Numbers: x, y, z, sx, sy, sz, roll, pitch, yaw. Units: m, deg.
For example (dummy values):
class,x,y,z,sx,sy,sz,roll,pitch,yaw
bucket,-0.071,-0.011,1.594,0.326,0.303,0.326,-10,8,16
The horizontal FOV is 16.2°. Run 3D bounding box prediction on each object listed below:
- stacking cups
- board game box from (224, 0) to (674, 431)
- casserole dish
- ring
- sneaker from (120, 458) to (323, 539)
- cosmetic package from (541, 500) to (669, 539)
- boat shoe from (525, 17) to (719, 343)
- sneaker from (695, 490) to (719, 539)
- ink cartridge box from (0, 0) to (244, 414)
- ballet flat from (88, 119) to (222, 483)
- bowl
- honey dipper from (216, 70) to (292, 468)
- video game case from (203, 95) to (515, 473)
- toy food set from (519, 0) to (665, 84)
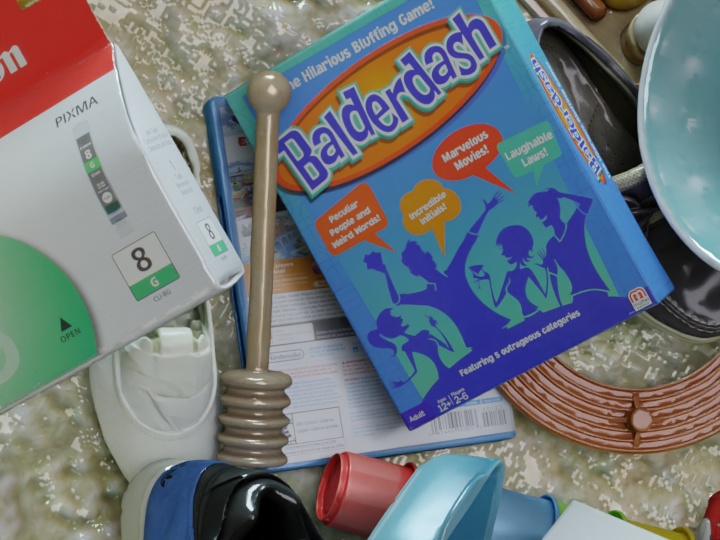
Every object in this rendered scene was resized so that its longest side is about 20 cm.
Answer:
class,x,y,z,sx,sy,sz,roll,pitch,yaw
stacking cups,0.074,0.142,1.331,0.200,0.061,0.061,14,77,-13
board game box,0.044,-0.040,1.293,0.152,0.045,0.200,-29,90,21
casserole dish,0.023,0.171,1.254,0.039,0.200,0.121,23,45,16
ring,0.149,-0.001,1.361,0.200,0.019,0.200,1,86,-10
sneaker,-0.059,0.192,1.237,0.077,0.111,0.200,-3,90,-39
cosmetic package,0.125,0.260,1.252,0.200,0.123,0.199,-48,129,-17
boat shoe,0.137,-0.047,1.319,0.072,0.065,0.200,-34,92,-10
sneaker,0.278,0.156,1.384,0.200,0.077,0.085,9,73,-16
ink cartridge box,-0.174,-0.044,1.242,0.161,0.050,0.200,-29,93,19
ballet flat,-0.102,0.018,1.290,0.069,0.069,0.200,-1,82,-18
bowl,0.249,-0.083,1.261,0.105,0.201,0.201,12,76,-47
honey dipper,-0.049,-0.001,1.283,0.038,0.038,0.200,2,96,-17
video game case,0.000,0.000,1.350,0.143,0.018,0.200,-7,84,-18
toy food set,0.150,-0.196,1.405,0.200,0.060,0.144,47,72,-6
